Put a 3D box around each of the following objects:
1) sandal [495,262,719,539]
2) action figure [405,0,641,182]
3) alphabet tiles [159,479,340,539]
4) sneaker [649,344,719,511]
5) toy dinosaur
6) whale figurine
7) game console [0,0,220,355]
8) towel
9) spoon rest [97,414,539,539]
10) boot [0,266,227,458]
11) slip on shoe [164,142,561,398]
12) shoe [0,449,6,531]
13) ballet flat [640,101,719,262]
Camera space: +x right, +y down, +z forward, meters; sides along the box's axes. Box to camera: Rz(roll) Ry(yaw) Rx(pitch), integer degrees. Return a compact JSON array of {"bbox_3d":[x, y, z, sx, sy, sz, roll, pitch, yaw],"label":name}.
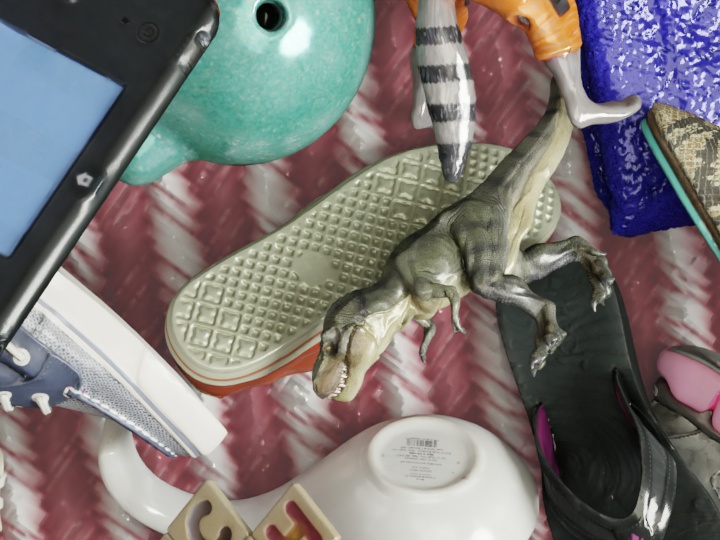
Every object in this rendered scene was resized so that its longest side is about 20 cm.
[{"bbox_3d":[0.105,0.080,1.350,0.075,0.048,0.201,-28,67,15],"label":"sandal"},{"bbox_3d":[0.054,-0.144,1.296,0.104,0.200,0.194,-33,114,-26],"label":"action figure"},{"bbox_3d":[-0.037,0.198,1.307,0.200,0.006,0.167,51,116,24],"label":"alphabet tiles"},{"bbox_3d":[0.201,0.123,1.391,0.200,0.079,0.096,36,94,3],"label":"sneaker"},{"bbox_3d":[0.064,-0.004,1.335,0.088,0.048,0.200,38,62,10],"label":"toy dinosaur"},{"bbox_3d":[-0.088,-0.117,1.326,0.199,0.104,0.160,10,90,-19],"label":"whale figurine"},{"bbox_3d":[-0.179,-0.070,1.247,0.176,0.031,0.201,26,71,18],"label":"game console"},{"bbox_3d":[0.195,-0.106,1.391,0.199,0.050,0.149,-14,92,-4],"label":"towel"},{"bbox_3d":[-0.018,0.100,1.367,0.199,0.100,0.061,7,130,3],"label":"spoon rest"},{"bbox_3d":[-0.155,0.036,1.303,0.200,0.073,0.090,42,88,-17],"label":"boot"},{"bbox_3d":[0.000,0.000,1.375,0.199,0.061,0.074,-27,74,-17],"label":"slip on shoe"},{"bbox_3d":[-0.193,0.068,1.350,0.053,0.070,0.201,-21,91,4],"label":"shoe"},{"bbox_3d":[0.193,0.007,1.332,0.075,0.068,0.201,-23,79,15],"label":"ballet flat"}]
